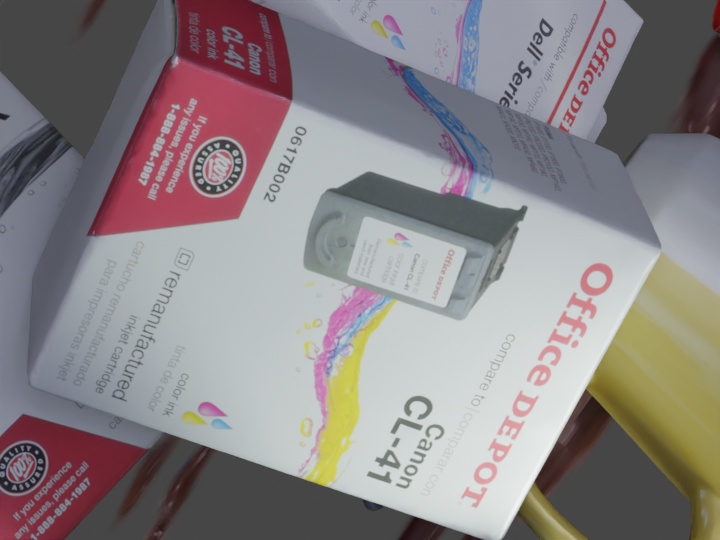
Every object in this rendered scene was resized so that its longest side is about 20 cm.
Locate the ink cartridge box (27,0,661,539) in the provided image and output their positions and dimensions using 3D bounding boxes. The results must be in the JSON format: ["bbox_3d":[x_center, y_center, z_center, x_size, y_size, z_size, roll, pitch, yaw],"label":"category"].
[{"bbox_3d":[-0.009,-0.002,0.797,0.198,0.086,0.148,20,114,-15],"label":"ink cartridge box"}]

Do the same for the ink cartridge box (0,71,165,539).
[{"bbox_3d":[-0.167,0.011,0.861,0.200,0.083,0.147,46,65,-5],"label":"ink cartridge box"}]

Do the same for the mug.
[{"bbox_3d":[0.149,0.030,0.886,0.153,0.187,0.150,39,129,3],"label":"mug"}]

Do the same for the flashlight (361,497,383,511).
[{"bbox_3d":[0.000,0.000,0.908,0.067,0.068,0.202,-12,87,-31],"label":"flashlight"}]

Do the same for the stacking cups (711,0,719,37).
[{"bbox_3d":[0.257,-0.089,0.950,0.198,0.060,0.061,19,87,-7],"label":"stacking cups"}]

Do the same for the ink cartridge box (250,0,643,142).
[{"bbox_3d":[0.041,-0.093,0.873,0.200,0.067,0.118,41,60,-25],"label":"ink cartridge box"}]
